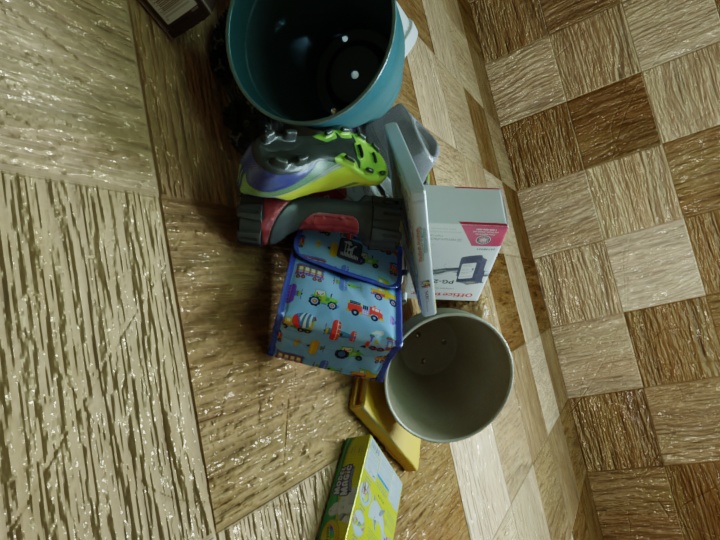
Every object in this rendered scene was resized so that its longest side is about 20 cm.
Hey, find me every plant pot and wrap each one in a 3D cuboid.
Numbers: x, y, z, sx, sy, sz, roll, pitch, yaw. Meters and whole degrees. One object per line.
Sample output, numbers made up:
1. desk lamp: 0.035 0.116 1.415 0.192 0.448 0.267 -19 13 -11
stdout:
1. plant pot: -0.030 -0.263 0.652 0.188 0.196 0.205 -12 86 -72

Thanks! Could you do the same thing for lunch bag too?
1. lunch bag: -0.023 0.019 0.687 0.147 0.095 0.203 14 50 -8

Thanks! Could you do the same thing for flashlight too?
1. flashlight: -0.049 -0.055 0.647 0.069 0.194 0.069 104 -11 -47

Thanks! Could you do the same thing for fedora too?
1. fedora: 0.076 -0.206 0.907 0.176 0.090 0.203 39 29 -33

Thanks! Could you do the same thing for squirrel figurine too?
1. squirrel figurine: 0.188 0.126 1.036 0.187 0.138 0.206 20 80 -84

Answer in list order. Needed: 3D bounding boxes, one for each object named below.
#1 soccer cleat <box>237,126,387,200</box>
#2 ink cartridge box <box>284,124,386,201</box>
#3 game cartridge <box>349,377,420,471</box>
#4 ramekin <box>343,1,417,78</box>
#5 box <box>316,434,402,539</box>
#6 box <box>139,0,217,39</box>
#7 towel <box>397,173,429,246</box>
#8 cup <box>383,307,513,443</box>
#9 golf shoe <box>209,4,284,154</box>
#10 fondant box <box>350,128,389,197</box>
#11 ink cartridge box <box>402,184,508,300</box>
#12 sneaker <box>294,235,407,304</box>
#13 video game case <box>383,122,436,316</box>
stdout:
1. soccer cleat: -0.051 -0.116 0.611 0.197 0.083 0.066 -9 69 -43
2. ink cartridge box: -0.037 -0.130 0.806 0.199 0.083 0.147 29 40 -54
3. game cartridge: 0.051 0.203 0.890 0.202 0.032 0.179 57 31 -36
4. ramekin: -0.013 -0.383 0.892 0.105 0.197 0.203 49 35 -32
5. box: 0.000 0.336 0.696 0.119 0.047 0.202 61 27 -27
6. box: -0.210 -0.387 0.642 0.100 0.073 0.204 47 39 -42
7. towel: 0.087 -0.093 1.026 0.022 0.145 0.201 25 38 1
8. cup: 0.122 0.144 0.851 0.143 0.196 0.204 -120 -174 -75
9. golf shoe: -0.142 -0.246 0.710 0.094 0.076 0.206 2 83 -70
10. fondant box: 0.019 -0.206 1.010 0.201 0.057 0.146 53 34 -35
11. ink cartridge box: 0.147 -0.039 0.895 0.202 0.141 0.086 95 -4 -53
12. sneaker: 0.000 0.000 0.782 0.201 0.127 0.080 56 31 -32
13. video game case: 0.065 -0.073 0.721 0.202 0.022 0.185 -101 180 -53
